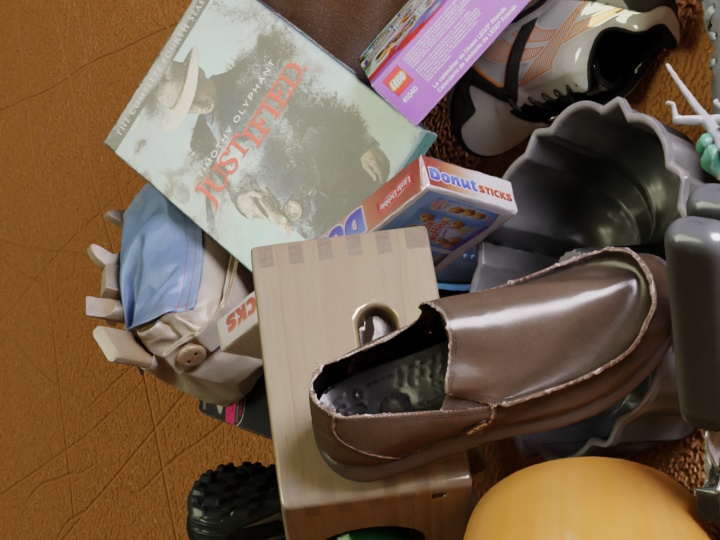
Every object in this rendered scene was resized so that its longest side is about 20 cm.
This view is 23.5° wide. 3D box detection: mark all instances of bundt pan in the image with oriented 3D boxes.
[{"bbox_3d":[0.144,0.010,0.948,0.202,0.076,0.202,-28,58,56],"label":"bundt pan"}]

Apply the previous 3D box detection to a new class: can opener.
[{"bbox_3d":[0.182,0.051,0.814,0.066,0.053,0.200,6,129,32],"label":"can opener"}]

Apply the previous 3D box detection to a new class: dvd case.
[{"bbox_3d":[-0.063,-0.085,1.123,0.200,0.022,0.146,41,104,26],"label":"dvd case"}]

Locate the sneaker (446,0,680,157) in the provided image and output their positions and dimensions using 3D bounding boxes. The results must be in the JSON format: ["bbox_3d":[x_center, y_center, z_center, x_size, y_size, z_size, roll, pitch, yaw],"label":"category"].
[{"bbox_3d":[0.118,-0.122,1.045,0.200,0.074,0.080,-46,45,46],"label":"sneaker"}]

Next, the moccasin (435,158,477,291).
[{"bbox_3d":[0.006,-0.044,1.134,0.200,0.080,0.068,19,117,23],"label":"moccasin"}]

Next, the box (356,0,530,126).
[{"bbox_3d":[0.081,-0.181,1.042,0.200,0.039,0.137,-47,11,8],"label":"box"}]

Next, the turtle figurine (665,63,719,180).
[{"bbox_3d":[0.239,-0.079,0.777,0.150,0.101,0.200,-55,42,10],"label":"turtle figurine"}]

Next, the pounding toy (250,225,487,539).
[{"bbox_3d":[0.023,0.108,0.988,0.184,0.142,0.200,87,174,-61],"label":"pounding toy"}]

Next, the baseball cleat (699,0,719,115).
[{"bbox_3d":[0.190,-0.147,0.891,0.070,0.106,0.200,27,-101,-74],"label":"baseball cleat"}]

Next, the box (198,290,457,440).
[{"bbox_3d":[-0.019,0.062,1.198,0.200,0.106,0.122,8,87,61],"label":"box"}]

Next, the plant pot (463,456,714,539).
[{"bbox_3d":[0.114,0.200,0.843,0.200,0.200,0.183,-54,22,39],"label":"plant pot"}]

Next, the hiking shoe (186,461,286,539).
[{"bbox_3d":[-0.052,0.169,1.118,0.074,0.200,0.087,11,95,23],"label":"hiking shoe"}]

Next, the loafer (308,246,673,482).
[{"bbox_3d":[0.062,0.045,0.846,0.200,0.071,0.073,-27,58,8],"label":"loafer"}]

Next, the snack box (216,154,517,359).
[{"bbox_3d":[0.000,0.000,1.027,0.200,0.072,0.024,-38,51,38],"label":"snack box"}]

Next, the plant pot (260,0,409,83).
[{"bbox_3d":[-0.023,-0.152,1.232,0.187,0.187,0.200,-141,52,-59],"label":"plant pot"}]

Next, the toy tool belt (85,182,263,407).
[{"bbox_3d":[-0.131,-0.005,1.187,0.125,0.123,0.200,-52,36,36],"label":"toy tool belt"}]
